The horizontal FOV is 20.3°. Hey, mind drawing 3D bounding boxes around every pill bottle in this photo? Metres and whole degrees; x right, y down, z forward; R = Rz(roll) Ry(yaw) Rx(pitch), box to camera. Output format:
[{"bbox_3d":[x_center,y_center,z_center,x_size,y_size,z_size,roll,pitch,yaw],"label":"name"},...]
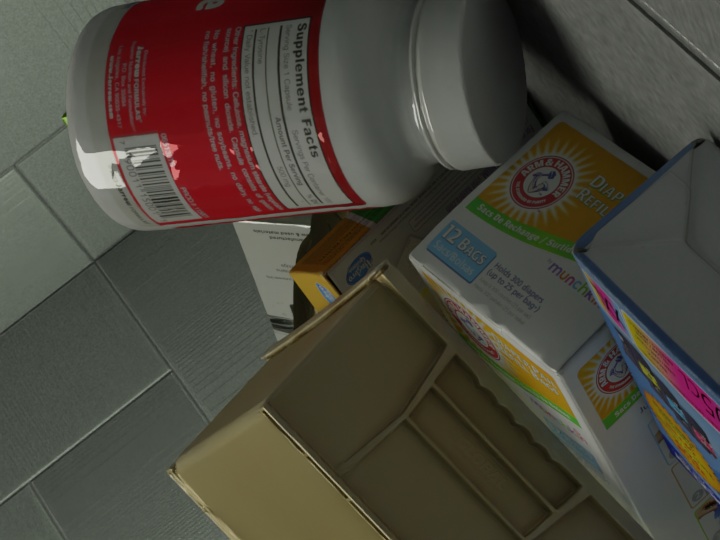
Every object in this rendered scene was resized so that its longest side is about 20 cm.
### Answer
[{"bbox_3d":[-0.029,-0.082,0.948,0.112,0.199,0.113,-5,-90,-66],"label":"pill bottle"}]

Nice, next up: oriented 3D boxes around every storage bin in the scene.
[{"bbox_3d":[0.021,0.119,0.985,0.199,0.094,0.200,46,157,-3],"label":"storage bin"}]

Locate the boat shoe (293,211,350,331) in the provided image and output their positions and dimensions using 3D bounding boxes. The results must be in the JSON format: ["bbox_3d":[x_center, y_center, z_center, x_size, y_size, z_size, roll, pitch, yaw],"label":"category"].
[{"bbox_3d":[0.000,-0.001,1.205,0.201,0.066,0.072,108,158,-58],"label":"boat shoe"}]

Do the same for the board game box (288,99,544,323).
[{"bbox_3d":[0.077,0.029,1.052,0.200,0.153,0.040,54,157,-18],"label":"board game box"}]

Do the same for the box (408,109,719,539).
[{"bbox_3d":[0.122,0.040,0.939,0.112,0.101,0.200,40,169,41],"label":"box"}]

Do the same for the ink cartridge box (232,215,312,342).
[{"bbox_3d":[-0.002,-0.012,1.364,0.084,0.146,0.201,5,139,23],"label":"ink cartridge box"}]

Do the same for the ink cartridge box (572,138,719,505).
[{"bbox_3d":[0.175,0.061,0.809,0.137,0.076,0.200,49,176,41],"label":"ink cartridge box"}]

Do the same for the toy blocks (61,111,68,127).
[{"bbox_3d":[-0.051,-0.135,1.082,0.100,0.199,0.137,53,-142,-26],"label":"toy blocks"}]
